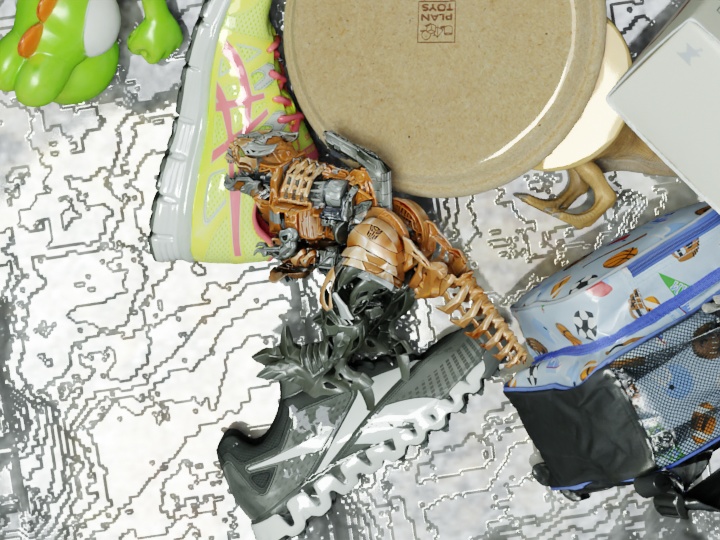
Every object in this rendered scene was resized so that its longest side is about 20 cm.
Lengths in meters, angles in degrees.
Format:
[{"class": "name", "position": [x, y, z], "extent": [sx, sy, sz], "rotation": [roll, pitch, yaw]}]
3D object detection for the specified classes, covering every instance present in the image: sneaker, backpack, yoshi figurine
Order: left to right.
[{"class": "yoshi figurine", "position": [-0.148, -0.177, 1.673], "extent": [0.200, 0.112, 0.112], "rotation": [-54, 131, -10]}, {"class": "sneaker", "position": [-0.064, -0.096, 1.673], "extent": [0.090, 0.078, 0.201], "rotation": [13, 105, 1]}, {"class": "sneaker", "position": [-0.004, 0.078, 1.681], "extent": [0.200, 0.066, 0.091], "rotation": [-37, 94, 5]}, {"class": "backpack", "position": [0.189, 0.043, 1.622], "extent": [0.190, 0.200, 0.155], "rotation": [-21, 96, -17]}]

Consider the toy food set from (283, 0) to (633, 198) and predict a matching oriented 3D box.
[{"class": "toy food set", "position": [0.051, -0.142, 1.611], "extent": [0.199, 0.049, 0.199], "rotation": [-15, 86, 18]}]

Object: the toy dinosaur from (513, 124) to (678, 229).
[{"class": "toy dinosaur", "position": [0.146, -0.075, 1.673], "extent": [0.199, 0.060, 0.107], "rotation": [26, 92, 0]}]

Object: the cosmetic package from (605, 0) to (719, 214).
[{"class": "cosmetic package", "position": [0.234, -0.133, 1.595], "extent": [0.103, 0.200, 0.087], "rotation": [46, 135, -2]}]

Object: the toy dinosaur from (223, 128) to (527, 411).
[{"class": "toy dinosaur", "position": [0.000, 0.000, 1.599], "extent": [0.200, 0.102, 0.136], "rotation": [46, 130, 35]}]
